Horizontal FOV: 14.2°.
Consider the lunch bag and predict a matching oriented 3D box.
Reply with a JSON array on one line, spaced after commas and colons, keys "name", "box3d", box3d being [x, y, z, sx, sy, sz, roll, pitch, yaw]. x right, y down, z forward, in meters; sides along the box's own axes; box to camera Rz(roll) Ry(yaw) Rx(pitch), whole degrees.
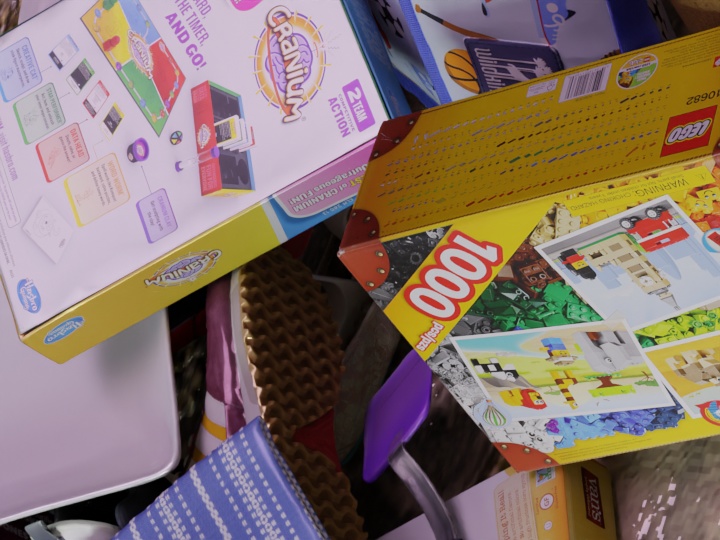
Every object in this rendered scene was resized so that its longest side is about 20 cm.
[{"name": "lunch bag", "box3d": [0.070, -0.132, 1.288, 0.123, 0.171, 0.200, -32, 41, -11]}]

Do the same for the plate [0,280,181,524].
[{"name": "plate", "box3d": [-0.170, 0.040, 1.363, 0.199, 0.032, 0.201, -19, 55, 18]}]

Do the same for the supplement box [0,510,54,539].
[{"name": "supplement box", "box3d": [-0.188, 0.174, 1.430, 0.103, 0.131, 0.201, -38, 43, 23]}]

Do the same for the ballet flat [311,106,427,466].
[{"name": "ballet flat", "box3d": [0.000, 0.000, 1.384, 0.067, 0.062, 0.201, 6, 71, 49]}]

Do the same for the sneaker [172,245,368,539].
[{"name": "sneaker", "box3d": [-0.055, 0.081, 1.311, 0.090, 0.075, 0.201, -29, 54, 33]}]

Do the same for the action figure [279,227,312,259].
[{"name": "action figure", "box3d": [-0.061, -0.049, 1.452, 0.200, 0.065, 0.052, -137, 58, -76]}]

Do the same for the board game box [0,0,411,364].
[{"name": "board game box", "box3d": [-0.084, -0.070, 1.317, 0.199, 0.040, 0.154, -28, 62, 13]}]

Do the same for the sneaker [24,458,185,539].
[{"name": "sneaker", "box3d": [-0.107, 0.167, 1.341, 0.079, 0.129, 0.200, -21, 52, 40]}]

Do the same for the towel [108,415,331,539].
[{"name": "towel", "box3d": [-0.070, 0.177, 1.265, 0.200, 0.024, 0.145, -41, 72, 31]}]

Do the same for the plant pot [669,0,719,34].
[{"name": "plant pot", "box3d": [0.190, -0.140, 1.152, 0.186, 0.200, 0.187, -26, 50, 36]}]

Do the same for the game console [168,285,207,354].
[{"name": "game console", "box3d": [-0.182, 0.006, 1.456, 0.176, 0.031, 0.200, -31, 47, -22]}]

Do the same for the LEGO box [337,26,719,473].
[{"name": "LEGO box", "box3d": [0.116, -0.007, 1.161, 0.199, 0.149, 0.077, -14, 41, 35]}]

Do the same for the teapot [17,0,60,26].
[{"name": "teapot", "box3d": [-0.092, -0.149, 1.460, 0.199, 0.197, 0.147, -14, 95, 7]}]

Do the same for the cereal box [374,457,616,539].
[{"name": "cereal box", "box3d": [0.028, 0.178, 1.256, 0.200, 0.039, 0.145, -32, 44, 31]}]

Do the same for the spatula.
[{"name": "spatula", "box3d": [0.031, 0.107, 1.250, 0.057, 0.020, 0.201, -52, 35, 28]}]
